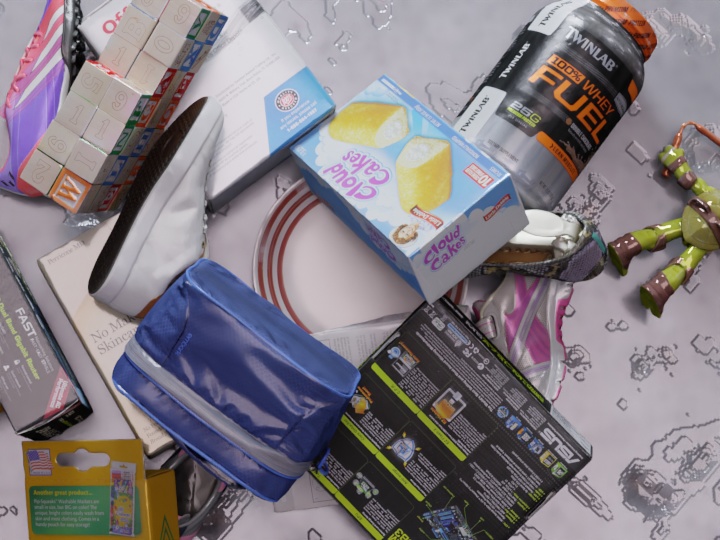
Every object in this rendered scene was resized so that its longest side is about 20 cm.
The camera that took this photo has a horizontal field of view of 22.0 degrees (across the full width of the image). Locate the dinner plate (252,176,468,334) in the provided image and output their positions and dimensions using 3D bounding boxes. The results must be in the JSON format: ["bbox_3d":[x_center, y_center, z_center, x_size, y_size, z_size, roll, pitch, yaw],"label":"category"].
[{"bbox_3d":[0.000,0.000,1.701,0.198,0.024,0.202,1,83,-5],"label":"dinner plate"}]

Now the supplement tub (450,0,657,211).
[{"bbox_3d":[0.175,-0.155,1.686,0.122,0.123,0.201,36,81,1],"label":"supplement tub"}]

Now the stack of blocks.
[{"bbox_3d":[-0.199,-0.149,1.580,0.058,0.115,0.201,32,98,7],"label":"stack of blocks"}]

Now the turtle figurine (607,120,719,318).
[{"bbox_3d":[0.319,-0.028,1.707,0.161,0.064,0.201,-35,86,-8],"label":"turtle figurine"}]

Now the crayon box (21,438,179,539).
[{"bbox_3d":[-0.218,0.241,1.583,0.125,0.052,0.202,-3,93,25],"label":"crayon box"}]

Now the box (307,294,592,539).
[{"bbox_3d":[0.068,0.154,1.616,0.200,0.048,0.193,45,102,0],"label":"box"}]

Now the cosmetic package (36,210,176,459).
[{"bbox_3d":[-0.195,0.056,1.654,0.103,0.073,0.201,-31,86,-9],"label":"cosmetic package"}]

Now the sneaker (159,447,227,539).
[{"bbox_3d":[-0.183,0.227,1.624,0.070,0.082,0.201,33,85,1],"label":"sneaker"}]

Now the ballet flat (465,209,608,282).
[{"bbox_3d":[0.118,-0.031,1.638,0.199,0.072,0.073,2,81,18],"label":"ballet flat"}]

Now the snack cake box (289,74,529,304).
[{"bbox_3d":[0.040,-0.074,1.615,0.115,0.067,0.200,-38,46,-10],"label":"snack cake box"}]

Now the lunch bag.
[{"bbox_3d":[-0.101,0.102,1.547,0.200,0.136,0.133,38,99,2],"label":"lunch bag"}]

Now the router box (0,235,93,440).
[{"bbox_3d":[-0.307,0.047,1.607,0.062,0.150,0.201,-27,85,-7],"label":"router box"}]

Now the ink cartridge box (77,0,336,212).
[{"bbox_3d":[-0.138,-0.178,1.684,0.145,0.084,0.200,-37,86,-6],"label":"ink cartridge box"}]

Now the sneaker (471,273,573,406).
[{"bbox_3d":[0.141,0.062,1.679,0.087,0.081,0.202,9,73,-2],"label":"sneaker"}]

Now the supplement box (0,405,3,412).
[{"bbox_3d":[-0.421,0.120,1.609,0.199,0.109,0.110,-31,85,-8],"label":"supplement box"}]

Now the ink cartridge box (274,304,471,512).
[{"bbox_3d":[0.012,0.125,1.665,0.198,0.050,0.162,-8,95,9],"label":"ink cartridge box"}]

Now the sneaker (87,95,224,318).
[{"bbox_3d":[-0.157,-0.050,1.608,0.084,0.073,0.201,29,85,-24],"label":"sneaker"}]

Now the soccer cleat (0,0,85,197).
[{"bbox_3d":[-0.292,-0.167,1.683,0.073,0.068,0.202,5,84,1],"label":"soccer cleat"}]
